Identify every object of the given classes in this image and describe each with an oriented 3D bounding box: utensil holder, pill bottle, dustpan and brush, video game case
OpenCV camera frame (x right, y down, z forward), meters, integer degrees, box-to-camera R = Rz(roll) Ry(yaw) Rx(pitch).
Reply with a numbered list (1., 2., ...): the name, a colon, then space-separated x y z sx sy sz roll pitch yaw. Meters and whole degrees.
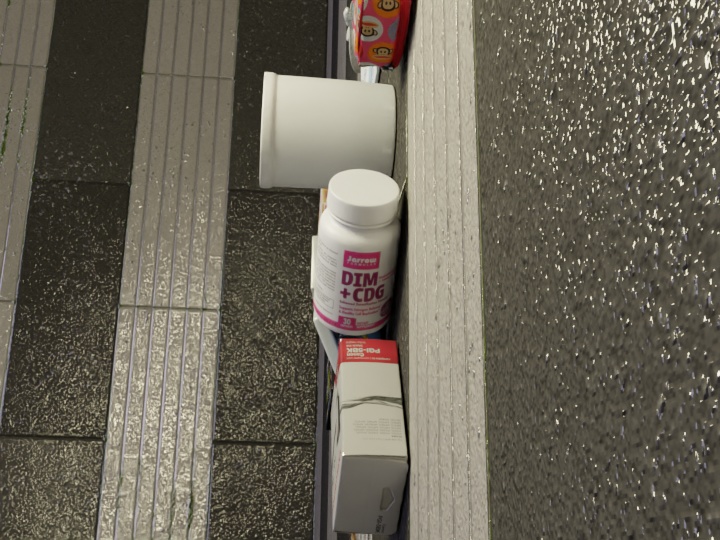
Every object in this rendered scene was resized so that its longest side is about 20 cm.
1. utensil holder: -0.052 -0.207 1.377 0.170 0.195 0.174 -178 90 -86
2. pill bottle: -0.004 -0.024 1.226 0.114 0.111 0.203 -95 9 -55
3. dustpan and brush: -0.012 -0.491 1.831 0.200 0.056 0.143 153 119 -84
4. video game case: -0.027 0.150 1.437 0.182 0.023 0.204 -113 1 -83

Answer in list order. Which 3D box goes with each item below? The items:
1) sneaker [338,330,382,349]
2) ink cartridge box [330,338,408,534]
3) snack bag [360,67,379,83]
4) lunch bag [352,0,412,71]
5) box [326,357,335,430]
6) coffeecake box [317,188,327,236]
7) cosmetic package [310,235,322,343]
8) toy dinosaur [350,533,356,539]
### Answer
1. sneaker: 0.014 0.160 1.318 0.078 0.065 0.205 -37 -52 -55
2. ink cartridge box: 0.007 0.209 1.161 0.202 0.081 0.149 -93 8 -53
3. snack bag: 0.018 -0.387 1.668 0.201 0.021 0.192 101 170 -61
4. lunch bag: 0.024 -0.383 1.251 0.177 0.080 0.204 100 170 -62
5. box: -0.050 0.239 2.025 0.202 0.043 0.163 100 171 -54
6. coffeecake box: -0.067 -0.102 2.229 0.154 0.071 0.204 -95 10 -63
7. cosmetic package: -0.037 0.036 1.600 0.201 0.083 0.110 86 -177 -57
8. toy dinosaur: -0.012 0.360 1.453 0.107 0.059 0.204 -102 15 -66
